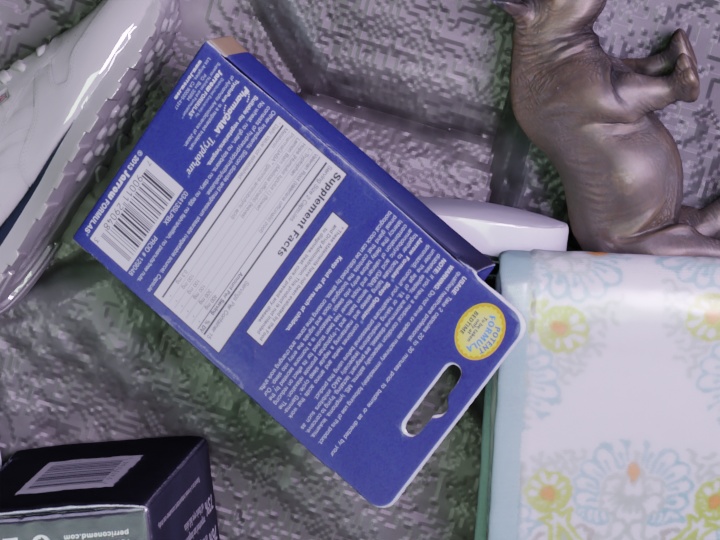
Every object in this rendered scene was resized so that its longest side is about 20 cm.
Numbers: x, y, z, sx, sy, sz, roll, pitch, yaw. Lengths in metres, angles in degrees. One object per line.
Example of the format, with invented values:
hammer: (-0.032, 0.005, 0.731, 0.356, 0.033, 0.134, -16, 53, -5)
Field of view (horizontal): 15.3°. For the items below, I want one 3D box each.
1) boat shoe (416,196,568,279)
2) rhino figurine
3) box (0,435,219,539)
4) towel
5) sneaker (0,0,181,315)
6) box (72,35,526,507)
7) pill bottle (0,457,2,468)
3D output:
boat shoe: (0.000, 0.000, 1.275, 0.199, 0.072, 0.068, 1, 97, 10)
rhino figurine: (0.118, -0.078, 1.253, 0.087, 0.060, 0.201, -25, 93, 13)
box: (-0.123, 0.193, 1.282, 0.104, 0.148, 0.201, -5, 97, 9)
towel: (0.142, 0.085, 1.252, 0.170, 0.048, 0.201, 1, 115, -2)
sneaker: (-0.162, -0.068, 1.289, 0.080, 0.076, 0.200, 38, 100, 10)
box: (-0.025, 0.002, 1.229, 0.200, 0.032, 0.121, 42, 111, 13)
pill bottle: (-0.283, 0.109, 1.309, 0.199, 0.112, 0.113, -8, 98, 8)
